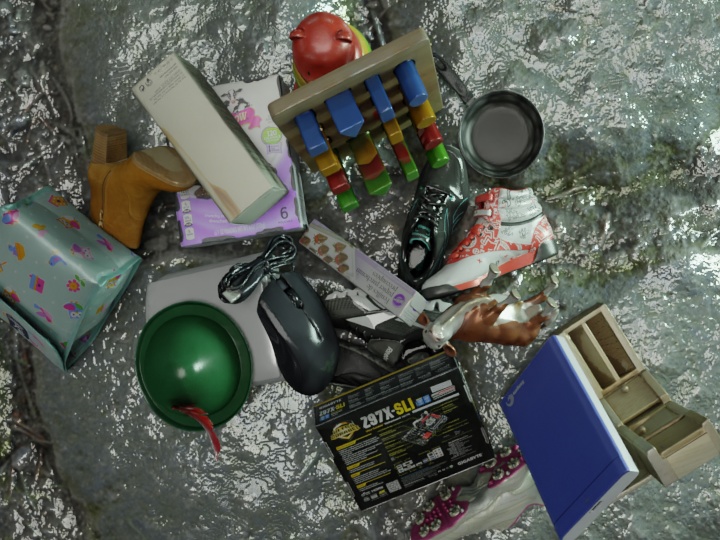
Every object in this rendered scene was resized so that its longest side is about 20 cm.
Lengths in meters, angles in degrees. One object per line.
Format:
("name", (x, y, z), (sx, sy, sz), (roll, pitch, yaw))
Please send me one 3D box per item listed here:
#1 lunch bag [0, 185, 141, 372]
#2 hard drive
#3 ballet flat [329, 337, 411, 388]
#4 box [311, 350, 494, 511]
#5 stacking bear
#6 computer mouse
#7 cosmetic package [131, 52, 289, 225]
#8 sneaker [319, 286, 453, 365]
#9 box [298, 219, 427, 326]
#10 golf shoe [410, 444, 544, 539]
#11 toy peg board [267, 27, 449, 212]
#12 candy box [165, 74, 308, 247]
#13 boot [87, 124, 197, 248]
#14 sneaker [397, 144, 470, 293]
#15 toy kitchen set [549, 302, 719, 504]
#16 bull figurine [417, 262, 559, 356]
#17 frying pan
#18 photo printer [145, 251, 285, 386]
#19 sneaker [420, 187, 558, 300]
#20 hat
("lunch bag", (-0.417, 0.022, 1.026), (0.169, 0.122, 0.201), (38, 116, 0))
("hard drive", (0.243, 0.198, 0.928), (0.025, 0.202, 0.133), (12, 126, -25))
("ballet flat", (-0.019, 0.127, 1.027), (0.196, 0.057, 0.068), (9, 91, 5))
("box", (0.058, 0.208, 0.992), (0.197, 0.050, 0.162), (-23, 116, 5))
("stacking bear", (-0.037, -0.257, 0.954), (0.119, 0.200, 0.116), (10, 91, 4))
("computer mouse", (-0.081, 0.065, 0.956), (0.052, 0.138, 0.203), (-12, 111, 44))
("cosmetic package", (-0.181, -0.156, 0.943), (0.071, 0.105, 0.201), (-37, 87, 6))
("sneaker", (0.027, 0.077, 1.005), (0.196, 0.067, 0.092), (5, 59, 3))
("box", (0.000, 0.000, 0.985), (0.199, 0.041, 0.039), (36, 90, 36))
("golf shoe", (0.158, 0.319, 1.010), (0.199, 0.076, 0.092), (-37, 106, 12))
("toy peg board", (0.017, -0.166, 0.938), (0.197, 0.199, 0.099), (-26, 76, 5))
("candy box", (-0.167, -0.143, 1.029), (0.164, 0.072, 0.205), (-9, 90, 5))
("boot", (-0.286, -0.093, 1.005), (0.199, 0.070, 0.147), (28, 122, 31))
("sneaker", (0.097, -0.066, 1.005), (0.074, 0.079, 0.204), (13, 90, 11))
("toy kitchen set", (0.292, 0.165, 0.931), (0.162, 0.200, 0.182), (-32, 88, 3))
("bull figurine", (0.165, 0.054, 0.957), (0.122, 0.197, 0.066), (-48, 53, 37))
("frying pan", (0.153, -0.197, 1.024), (0.187, 0.031, 0.117), (27, 92, 7))
("photo printer", (-0.193, 0.076, 1.019), (0.196, 0.069, 0.170), (-11, 89, 19))
("sneaker", (0.152, -0.039, 0.994), (0.198, 0.067, 0.110), (-20, 88, -13))
("hat", (-0.229, 0.129, 0.904), (0.196, 0.176, 0.169), (-14, 91, 19))
